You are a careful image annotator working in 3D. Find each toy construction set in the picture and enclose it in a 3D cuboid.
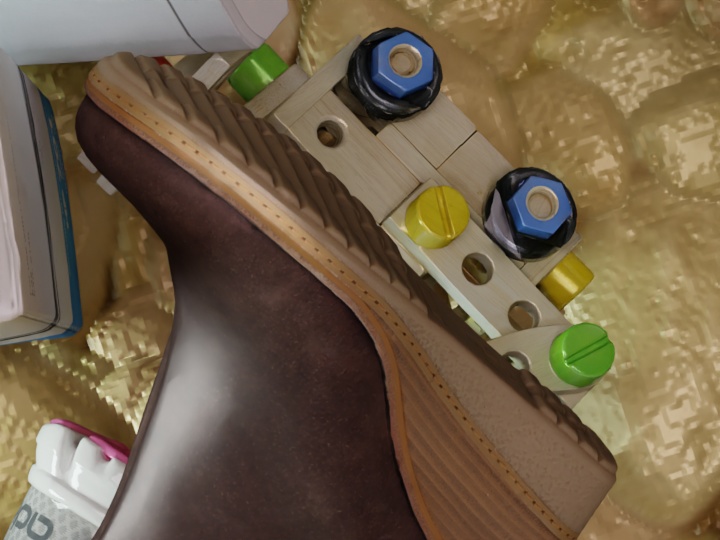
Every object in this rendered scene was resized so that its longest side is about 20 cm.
[{"bbox_3d":[0.000,0.000,0.826,0.131,0.092,0.200,-44,105,-23],"label":"toy construction set"}]

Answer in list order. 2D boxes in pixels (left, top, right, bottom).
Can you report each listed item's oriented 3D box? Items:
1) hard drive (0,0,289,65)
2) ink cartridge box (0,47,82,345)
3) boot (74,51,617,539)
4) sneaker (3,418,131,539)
[{"bbox_3d":[-0.128,-0.116,0.776,0.027,0.200,0.132,-54,129,-34],"label":"hard drive"},{"bbox_3d":[-0.164,-0.013,0.775,0.146,0.200,0.086,-7,87,-2],"label":"ink cartridge box"},{"bbox_3d":[-0.045,0.056,0.744,0.166,0.072,0.200,-44,107,10],"label":"boot"},{"bbox_3d":[-0.036,0.133,0.836,0.200,0.074,0.088,34,90,2],"label":"sneaker"}]
